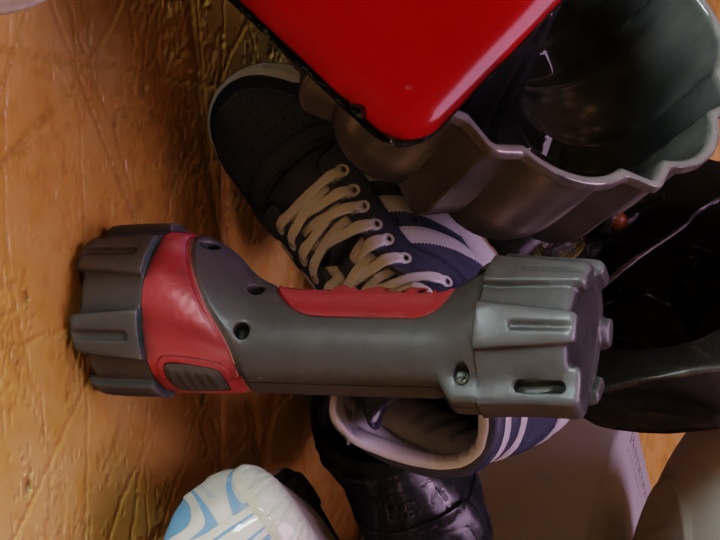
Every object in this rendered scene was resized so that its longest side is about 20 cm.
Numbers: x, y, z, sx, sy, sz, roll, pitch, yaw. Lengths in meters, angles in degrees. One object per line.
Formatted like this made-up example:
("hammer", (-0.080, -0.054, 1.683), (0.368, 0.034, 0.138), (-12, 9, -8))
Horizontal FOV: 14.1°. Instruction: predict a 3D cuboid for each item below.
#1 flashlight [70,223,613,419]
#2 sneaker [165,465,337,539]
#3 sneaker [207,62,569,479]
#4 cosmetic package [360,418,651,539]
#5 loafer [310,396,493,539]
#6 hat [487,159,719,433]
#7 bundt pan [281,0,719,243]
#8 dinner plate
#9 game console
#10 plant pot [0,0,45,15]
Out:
("flashlight", (-0.007, 0.016, 1.085), (0.068, 0.199, 0.068), (-32, 119, -66))
("sneaker", (-0.043, 0.122, 1.181), (0.072, 0.072, 0.200), (59, 2, 14))
("sneaker", (0.000, 0.000, 1.164), (0.200, 0.070, 0.108), (47, 26, 6))
("cosmetic package", (0.075, 0.199, 1.423), (0.201, 0.122, 0.200), (-71, 153, -44))
("loafer", (0.013, 0.067, 1.251), (0.201, 0.068, 0.071), (-114, -177, -68))
("hat", (0.127, 0.025, 1.285), (0.201, 0.199, 0.081), (-62, 144, -51))
("bundt pan", (0.049, -0.092, 1.177), (0.076, 0.201, 0.202), (-50, -171, 40))
("dinner plate", (0.139, 0.161, 1.304), (0.200, 0.024, 0.202), (-173, -90, -83))
("game console", (-0.008, -0.152, 1.117), (0.172, 0.200, 0.119), (-46, 176, -18))
("plant pot", (-0.058, -0.188, 0.914), (0.200, 0.183, 0.202), (6, 83, -58))
